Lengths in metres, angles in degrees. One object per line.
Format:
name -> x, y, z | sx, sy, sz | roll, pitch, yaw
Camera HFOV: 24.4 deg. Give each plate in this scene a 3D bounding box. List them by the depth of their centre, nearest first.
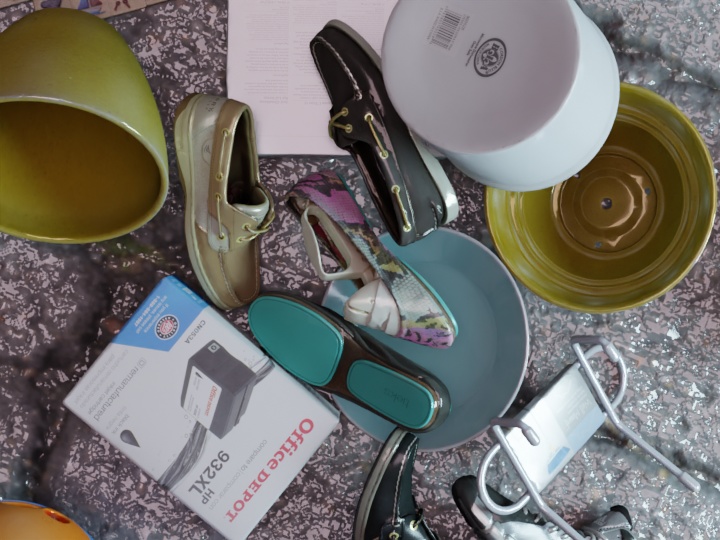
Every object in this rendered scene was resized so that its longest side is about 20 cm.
plate -> 0.056, 0.060, 1.474 | 0.199, 0.026, 0.201 | -1, 88, 21

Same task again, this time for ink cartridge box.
ink cartridge box -> -0.137, 0.122, 1.465 | 0.200, 0.084, 0.145 | 40, 89, -1

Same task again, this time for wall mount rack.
wall mount rack -> 0.201, 0.161, 1.446 | 0.200, 0.074, 0.174 | -42, 112, -26

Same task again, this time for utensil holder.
utensil holder -> 0.116, -0.158, 1.345 | 0.169, 0.200, 0.171 | -1, 87, 14

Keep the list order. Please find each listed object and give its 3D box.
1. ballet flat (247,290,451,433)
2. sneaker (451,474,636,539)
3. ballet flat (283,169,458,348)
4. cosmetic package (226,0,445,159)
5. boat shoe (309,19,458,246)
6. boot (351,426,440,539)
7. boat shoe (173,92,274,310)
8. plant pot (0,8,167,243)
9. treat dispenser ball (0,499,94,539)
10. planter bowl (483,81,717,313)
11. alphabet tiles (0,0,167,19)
ballet flat -> -0.007, 0.080, 1.448 | 0.200, 0.068, 0.068 | 32, 108, 17
sneaker -> 0.178, 0.232, 1.481 | 0.115, 0.075, 0.200 | -42, 99, -7
ballet flat -> 0.000, 0.000, 1.443 | 0.071, 0.069, 0.200 | -28, 71, -29
cosmetic package -> -0.020, -0.176, 1.485 | 0.199, 0.052, 0.151 | 1, 89, -1
boat shoe -> 0.009, -0.117, 1.421 | 0.060, 0.072, 0.202 | -33, 94, -20
boot -> 0.070, 0.245, 1.438 | 0.153, 0.073, 0.204 | 17, 112, 14
boat shoe -> -0.111, -0.055, 1.441 | 0.066, 0.074, 0.201 | 4, 120, 27
plant pot -> -0.258, -0.138, 1.419 | 0.199, 0.200, 0.142 | 2, 57, -1
treat dispenser ball -> -0.302, 0.295, 1.403 | 0.200, 0.201, 0.202 | 0, 89, -1
planter bowl -> 0.214, -0.061, 1.462 | 0.200, 0.083, 0.201 | -1, 87, 14
alphabet tiles -> -0.279, -0.302, 1.506 | 0.199, 0.008, 0.168 | -16, 90, 0
